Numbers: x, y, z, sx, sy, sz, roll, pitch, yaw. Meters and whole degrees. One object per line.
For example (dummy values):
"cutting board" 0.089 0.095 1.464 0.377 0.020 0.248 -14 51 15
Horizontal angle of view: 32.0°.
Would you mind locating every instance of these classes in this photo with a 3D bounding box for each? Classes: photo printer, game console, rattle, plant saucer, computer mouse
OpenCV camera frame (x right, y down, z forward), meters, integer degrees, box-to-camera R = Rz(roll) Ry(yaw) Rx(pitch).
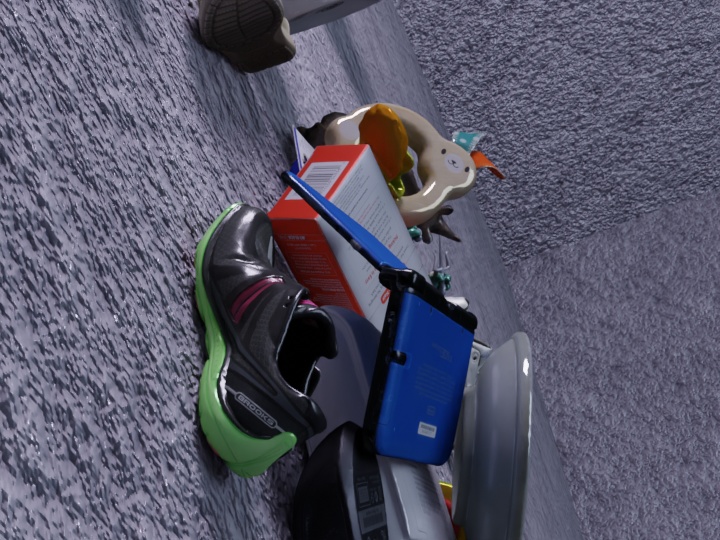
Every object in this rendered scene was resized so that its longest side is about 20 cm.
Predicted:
"photo printer" 0.006 0.129 0.967 0.166 0.069 0.203 43 28 -66
"game console" 0.007 0.041 0.907 0.200 0.117 0.173 32 69 -69
"rattle" 0.075 -0.125 1.173 0.144 0.197 0.131 113 -34 -44
"plant saucer" 0.101 0.148 0.995 0.200 0.049 0.204 6 90 -88
"computer mouse" -0.012 0.200 0.805 0.138 0.052 0.203 33 48 -71

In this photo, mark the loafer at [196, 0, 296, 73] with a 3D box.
"loafer" -0.103 -0.226 1.074 0.200 0.075 0.069 68 2 -81

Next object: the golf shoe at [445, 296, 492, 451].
"golf shoe" 0.120 0.129 1.528 0.078 0.096 0.203 -58 129 -80

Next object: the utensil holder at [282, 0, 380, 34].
"utensil holder" -0.063 -0.351 1.245 0.170 0.168 0.203 -47 118 -79

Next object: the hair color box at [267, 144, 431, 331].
"hair color box" 0.000 0.000 1.099 0.102 0.061 0.201 -55 133 -37

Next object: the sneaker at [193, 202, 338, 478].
"sneaker" -0.054 0.036 0.772 0.077 0.083 0.202 60 14 -46

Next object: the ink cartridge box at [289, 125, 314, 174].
"ink cartridge box" -0.016 -0.039 1.197 0.200 0.039 0.100 47 21 -37

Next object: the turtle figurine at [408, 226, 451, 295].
"turtle figurine" 0.054 0.017 1.366 0.149 0.100 0.202 28 39 -67

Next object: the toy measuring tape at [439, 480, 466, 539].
"toy measuring tape" 0.072 0.180 1.086 0.074 0.072 0.203 43 50 -69

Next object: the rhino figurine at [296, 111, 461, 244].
"rhino figurine" 0.023 -0.087 1.255 0.199 0.060 0.087 39 -3 -11
